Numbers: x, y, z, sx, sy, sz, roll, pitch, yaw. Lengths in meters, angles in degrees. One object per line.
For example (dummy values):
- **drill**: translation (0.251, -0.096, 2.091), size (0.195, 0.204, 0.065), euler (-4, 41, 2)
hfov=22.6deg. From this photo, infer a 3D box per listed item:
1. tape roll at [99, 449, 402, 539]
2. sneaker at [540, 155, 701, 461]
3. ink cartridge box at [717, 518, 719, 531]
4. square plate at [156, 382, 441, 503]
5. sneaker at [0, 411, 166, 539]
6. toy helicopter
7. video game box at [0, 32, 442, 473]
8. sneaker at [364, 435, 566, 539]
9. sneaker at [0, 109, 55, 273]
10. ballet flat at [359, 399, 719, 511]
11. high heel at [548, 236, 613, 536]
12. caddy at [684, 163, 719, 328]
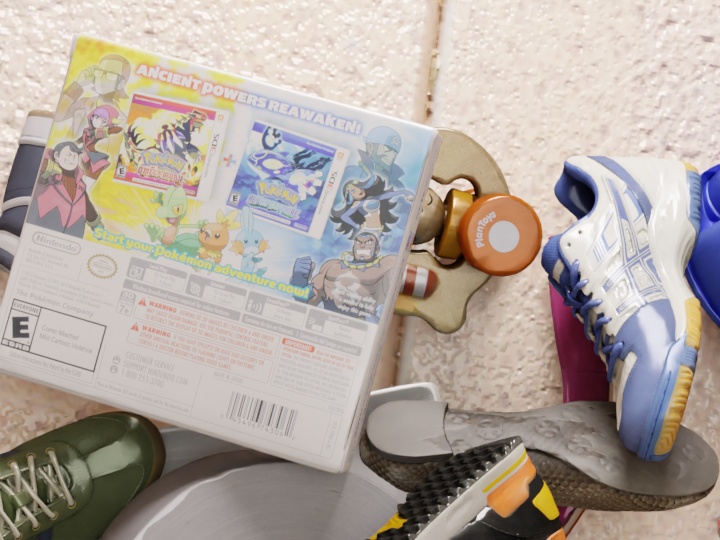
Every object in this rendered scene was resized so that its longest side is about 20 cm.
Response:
- **tape roll**: translation (-0.050, 0.197, 0.960), size (0.199, 0.066, 0.201), euler (0, 89, -20)
- **sneaker**: translation (0.142, 0.018, 1.009), size (0.088, 0.075, 0.201), euler (9, 49, -2)
- **ink cartridge box**: translation (0.323, 0.223, 1.089), size (0.162, 0.057, 0.201), euler (-17, 91, -13)
- **square plate**: translation (-0.038, 0.176, 1.025), size (0.199, 0.028, 0.199), euler (-9, 88, -11)
- **sneaker**: translation (-0.198, 0.136, 0.953), size (0.200, 0.090, 0.067), euler (-26, 85, -1)
- **toy helicopter**: translation (0.000, 0.000, 1.042), size (0.132, 0.079, 0.200), euler (41, 89, -10)
- **video game box**: translation (-0.077, -0.010, 0.937), size (0.199, 0.047, 0.183), euler (16, 91, 8)
- **sneaker**: translation (0.033, 0.170, 0.909), size (0.200, 0.070, 0.090), euler (-38, 99, -31)
- **sneaker**: translation (-0.113, -0.012, 1.000), size (0.199, 0.070, 0.109), euler (17, 78, 17)
- **ballet flat**: translation (0.098, 0.108, 1.005), size (0.199, 0.046, 0.068), euler (3, 42, -1)
- **high heel**: translation (0.111, 0.080, 1.066), size (0.096, 0.067, 0.200), euler (28, 75, 10)
- **caddy**: translation (0.287, 0.000, 1.085), size (0.200, 0.105, 0.142), euler (31, 54, -6)
